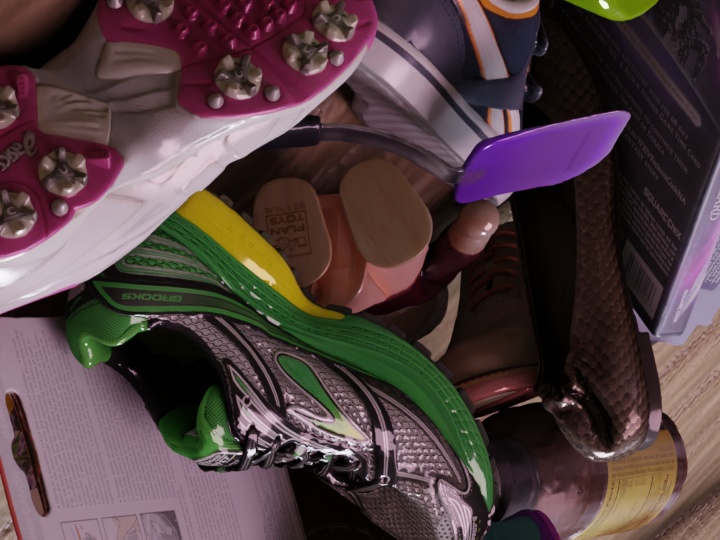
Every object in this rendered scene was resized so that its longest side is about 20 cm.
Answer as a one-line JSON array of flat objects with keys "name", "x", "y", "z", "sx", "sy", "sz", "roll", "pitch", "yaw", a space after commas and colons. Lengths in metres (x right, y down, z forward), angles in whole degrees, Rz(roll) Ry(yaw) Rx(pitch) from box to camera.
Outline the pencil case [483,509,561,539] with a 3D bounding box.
[{"name": "pencil case", "x": -0.006, "y": 0.157, "z": 1.173, "sx": 0.199, "sy": 0.086, "sz": 0.092, "roll": -15, "pitch": 171, "yaw": -14}]

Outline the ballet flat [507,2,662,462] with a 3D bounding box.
[{"name": "ballet flat", "x": 0.081, "y": -0.017, "z": 1.261, "sx": 0.046, "sy": 0.201, "sz": 0.067, "roll": -7, "pitch": 169, "yaw": -24}]

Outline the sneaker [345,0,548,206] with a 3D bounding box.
[{"name": "sneaker", "x": 0.037, "y": -0.086, "z": 1.184, "sx": 0.080, "sy": 0.078, "sz": 0.200, "roll": -58, "pitch": 164, "yaw": -6}]

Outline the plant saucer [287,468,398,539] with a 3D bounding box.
[{"name": "plant saucer", "x": -0.010, "y": 0.134, "z": 1.300, "sx": 0.200, "sy": 0.200, "sz": 0.037, "roll": -27, "pitch": 127, "yaw": -43}]

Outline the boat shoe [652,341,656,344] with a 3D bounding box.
[{"name": "boat shoe", "x": 0.165, "y": -0.007, "z": 1.537, "sx": 0.201, "sy": 0.074, "sz": 0.063, "roll": -40, "pitch": 152, "yaw": -27}]

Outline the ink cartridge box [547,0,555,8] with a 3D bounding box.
[{"name": "ink cartridge box", "x": 0.170, "y": -0.125, "z": 1.378, "sx": 0.200, "sy": 0.067, "sz": 0.116, "roll": -35, "pitch": 152, "yaw": -31}]

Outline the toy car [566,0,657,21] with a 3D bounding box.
[{"name": "toy car", "x": 0.070, "y": -0.208, "z": 0.985, "sx": 0.157, "sy": 0.164, "sz": 0.201, "roll": -17, "pitch": 128, "yaw": -52}]

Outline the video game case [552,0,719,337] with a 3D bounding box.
[{"name": "video game case", "x": 0.123, "y": -0.094, "z": 1.237, "sx": 0.019, "sy": 0.143, "sz": 0.201, "roll": -4, "pitch": 130, "yaw": -27}]

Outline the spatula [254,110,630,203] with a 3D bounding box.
[{"name": "spatula", "x": 0.000, "y": -0.046, "z": 1.111, "sx": 0.199, "sy": 0.021, "sz": 0.057, "roll": 3, "pitch": 155, "yaw": -10}]

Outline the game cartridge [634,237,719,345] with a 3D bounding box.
[{"name": "game cartridge", "x": 0.170, "y": -0.059, "z": 1.345, "sx": 0.201, "sy": 0.041, "sz": 0.133, "roll": -57, "pitch": 158, "yaw": 11}]

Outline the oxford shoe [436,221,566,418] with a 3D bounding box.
[{"name": "oxford shoe", "x": 0.061, "y": 0.020, "z": 1.344, "sx": 0.070, "sy": 0.074, "sz": 0.200, "roll": -19, "pitch": -176, "yaw": 15}]

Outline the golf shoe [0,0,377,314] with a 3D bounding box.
[{"name": "golf shoe", "x": -0.082, "y": -0.048, "z": 1.050, "sx": 0.199, "sy": 0.075, "sz": 0.092, "roll": -29, "pitch": 160, "yaw": -28}]

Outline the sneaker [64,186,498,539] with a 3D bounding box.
[{"name": "sneaker", "x": -0.034, "y": 0.053, "z": 1.126, "sx": 0.078, "sy": 0.200, "sz": 0.085, "roll": -32, "pitch": -152, "yaw": 48}]

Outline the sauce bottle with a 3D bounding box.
[{"name": "sauce bottle", "x": 0.082, "y": 0.087, "z": 1.304, "sx": 0.065, "sy": 0.065, "sz": 0.200, "roll": -56, "pitch": 157, "yaw": 14}]

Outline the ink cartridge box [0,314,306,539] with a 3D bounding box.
[{"name": "ink cartridge box", "x": -0.097, "y": 0.074, "z": 1.135, "sx": 0.050, "sy": 0.110, "sz": 0.200, "roll": -21, "pitch": 169, "yaw": 26}]

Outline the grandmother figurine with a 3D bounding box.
[{"name": "grandmother figurine", "x": 0.000, "y": 0.000, "z": 1.237, "sx": 0.200, "sy": 0.120, "sz": 0.061, "roll": 43, "pitch": 45, "yaw": -76}]
